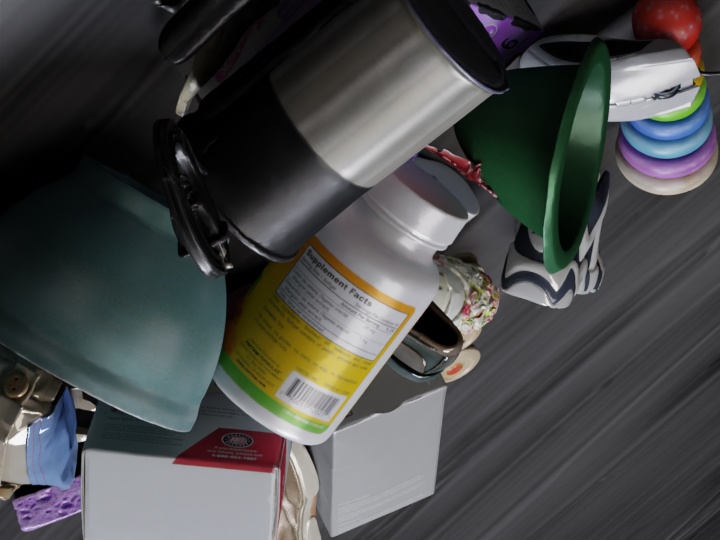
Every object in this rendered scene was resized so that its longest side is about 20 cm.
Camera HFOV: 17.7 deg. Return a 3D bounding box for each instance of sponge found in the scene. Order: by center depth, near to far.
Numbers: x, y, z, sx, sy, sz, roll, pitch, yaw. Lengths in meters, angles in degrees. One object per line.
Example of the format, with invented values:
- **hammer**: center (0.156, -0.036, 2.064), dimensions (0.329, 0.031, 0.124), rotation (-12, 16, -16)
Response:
- **sponge**: center (-0.231, 0.184, 1.916), dimensions (0.111, 0.030, 0.200), rotation (-21, 178, -9)

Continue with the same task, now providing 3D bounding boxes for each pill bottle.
- **pill bottle**: center (-0.013, 0.016, 1.660), dimensions (0.200, 0.111, 0.111), rotation (-53, 146, 14)

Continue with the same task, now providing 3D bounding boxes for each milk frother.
- **milk frother**: center (-0.027, -0.094, 1.421), dimensions (0.188, 0.201, 0.180), rotation (-38, 126, 21)

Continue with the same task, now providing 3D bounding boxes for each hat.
- **hat**: center (0.074, -0.102, 1.641), dimensions (0.175, 0.166, 0.200), rotation (12, 152, 14)

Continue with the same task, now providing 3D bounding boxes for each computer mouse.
- **computer mouse**: center (0.219, -0.138, 1.755), dimensions (0.198, 0.044, 0.110), rotation (1, 141, 10)

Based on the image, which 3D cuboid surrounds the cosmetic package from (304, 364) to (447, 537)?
- **cosmetic package**: center (0.006, 0.130, 1.925), dimensions (0.106, 0.090, 0.201), rotation (-20, 148, -15)

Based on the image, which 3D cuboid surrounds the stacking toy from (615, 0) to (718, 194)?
- **stacking toy**: center (0.245, -0.149, 1.828), dimensions (0.085, 0.086, 0.200), rotation (-22, 147, -10)

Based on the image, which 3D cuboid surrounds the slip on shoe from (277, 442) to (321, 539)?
- **slip on shoe**: center (-0.078, 0.185, 1.961), dimensions (0.060, 0.076, 0.201), rotation (-29, 146, -18)

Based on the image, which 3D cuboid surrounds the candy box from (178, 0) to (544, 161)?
- **candy box**: center (0.001, -0.155, 1.600), dimensions (0.168, 0.072, 0.199), rotation (-43, 149, 26)

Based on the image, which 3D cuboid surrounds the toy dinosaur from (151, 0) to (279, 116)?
- **toy dinosaur**: center (-0.086, -0.184, 1.488), dimensions (0.088, 0.048, 0.200), rotation (24, 116, -38)

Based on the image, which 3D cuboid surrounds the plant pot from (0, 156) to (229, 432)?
- **plant pot**: center (-0.172, 0.005, 1.615), dimensions (0.135, 0.200, 0.200), rotation (-60, 147, 2)

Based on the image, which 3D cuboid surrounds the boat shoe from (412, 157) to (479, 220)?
- **boat shoe**: center (0.018, -0.057, 1.788), dimensions (0.068, 0.072, 0.200), rotation (-40, 157, 19)

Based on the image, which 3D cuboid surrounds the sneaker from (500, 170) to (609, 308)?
- **sneaker**: center (0.172, -0.051, 1.916), dimensions (0.199, 0.079, 0.130), rotation (-22, 130, -68)

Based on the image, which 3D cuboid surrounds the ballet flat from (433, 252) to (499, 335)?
- **ballet flat**: center (0.022, 0.013, 1.819), dimensions (0.199, 0.064, 0.076), rotation (13, 95, -16)

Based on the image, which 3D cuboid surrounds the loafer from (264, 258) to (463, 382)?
- **loafer**: center (0.000, 0.000, 1.744), dimensions (0.072, 0.200, 0.063), rotation (-51, -174, -26)

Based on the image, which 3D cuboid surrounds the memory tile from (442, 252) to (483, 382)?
- **memory tile**: center (0.035, 0.062, 1.943), dimensions (0.152, 0.017, 0.200), rotation (-23, 151, -11)

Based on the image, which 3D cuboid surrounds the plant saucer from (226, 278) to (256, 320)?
- **plant saucer**: center (-0.068, 0.061, 1.920), dimensions (0.199, 0.051, 0.201), rotation (-21, 150, -13)

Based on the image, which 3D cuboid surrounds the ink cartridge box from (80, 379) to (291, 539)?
- **ink cartridge box**: center (-0.123, 0.122, 1.750), dimensions (0.145, 0.200, 0.083), rotation (5, 118, 2)

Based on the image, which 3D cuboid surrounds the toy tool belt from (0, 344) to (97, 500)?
- **toy tool belt**: center (-0.248, 0.119, 1.759), dimensions (0.122, 0.126, 0.200), rotation (-1, 150, 0)
